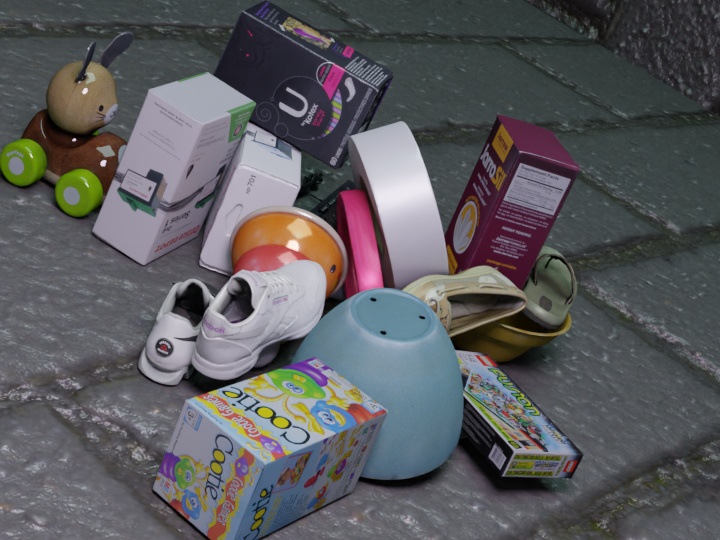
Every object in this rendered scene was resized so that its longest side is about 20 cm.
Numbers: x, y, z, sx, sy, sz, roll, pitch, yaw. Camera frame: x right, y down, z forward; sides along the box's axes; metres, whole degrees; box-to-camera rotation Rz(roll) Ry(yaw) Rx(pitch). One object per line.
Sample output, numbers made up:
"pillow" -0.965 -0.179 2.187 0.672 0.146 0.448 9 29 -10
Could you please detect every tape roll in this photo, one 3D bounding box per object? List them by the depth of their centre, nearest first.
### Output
"tape roll" 0.045 -0.073 1.691 0.070 0.204 0.203 -16 33 -5

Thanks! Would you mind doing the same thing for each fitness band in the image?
"fitness band" 0.000 0.000 1.672 0.037 0.144 0.202 -8 58 -5

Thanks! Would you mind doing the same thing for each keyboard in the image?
"keyboard" -0.041 -0.098 2.017 0.126 0.021 0.200 28 23 7

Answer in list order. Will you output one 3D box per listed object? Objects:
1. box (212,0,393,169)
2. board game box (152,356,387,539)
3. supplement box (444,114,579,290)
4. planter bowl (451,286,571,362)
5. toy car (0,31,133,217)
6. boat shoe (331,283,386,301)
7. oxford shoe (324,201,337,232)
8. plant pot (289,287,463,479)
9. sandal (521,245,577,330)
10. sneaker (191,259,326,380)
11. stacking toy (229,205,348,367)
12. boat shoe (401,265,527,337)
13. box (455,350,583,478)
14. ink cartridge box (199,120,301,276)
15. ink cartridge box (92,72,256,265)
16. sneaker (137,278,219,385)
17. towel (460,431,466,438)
"box" -0.076 -0.237 1.779 0.199 0.123 0.106 29 23 3
"board game box" -0.082 0.168 1.326 0.103 0.106 0.199 34 25 24
"supplement box" 0.180 -0.073 1.738 0.085 0.202 0.111 14 26 -18
"planter bowl" 0.165 0.059 1.805 0.198 0.084 0.201 19 24 -9
"toy car" -0.328 -0.194 1.727 0.157 0.202 0.164 27 24 9
"boat shoe" 0.008 -0.002 1.816 0.198 0.071 0.066 -5 8 -31
"oxford shoe" -0.001 -0.044 1.862 0.073 0.084 0.199 52 18 19
"plant pot" 0.022 0.100 1.472 0.198 0.136 0.201 9 35 -6
"sandal" 0.247 0.014 1.799 0.079 0.058 0.201 23 24 -1
"sneaker" -0.096 0.034 1.473 0.074 0.100 0.200 28 42 21
"stacking toy" -0.100 0.038 1.600 0.145 0.147 0.201 21 43 -5
"boat shoe" 0.108 0.047 1.632 0.199 0.074 0.063 -14 33 -41
"box" 0.150 0.159 1.583 0.109 0.035 0.200 8 27 -38
"ink cartridge box" -0.137 -0.097 1.770 0.085 0.147 0.201 20 24 -13
"ink cartridge box" -0.223 -0.123 1.681 0.084 0.201 0.146 32 26 11
"sneaker" -0.177 0.044 1.520 0.073 0.089 0.200 21 23 -1
"towel" 0.065 0.142 1.609 0.149 0.031 0.199 39 28 29
